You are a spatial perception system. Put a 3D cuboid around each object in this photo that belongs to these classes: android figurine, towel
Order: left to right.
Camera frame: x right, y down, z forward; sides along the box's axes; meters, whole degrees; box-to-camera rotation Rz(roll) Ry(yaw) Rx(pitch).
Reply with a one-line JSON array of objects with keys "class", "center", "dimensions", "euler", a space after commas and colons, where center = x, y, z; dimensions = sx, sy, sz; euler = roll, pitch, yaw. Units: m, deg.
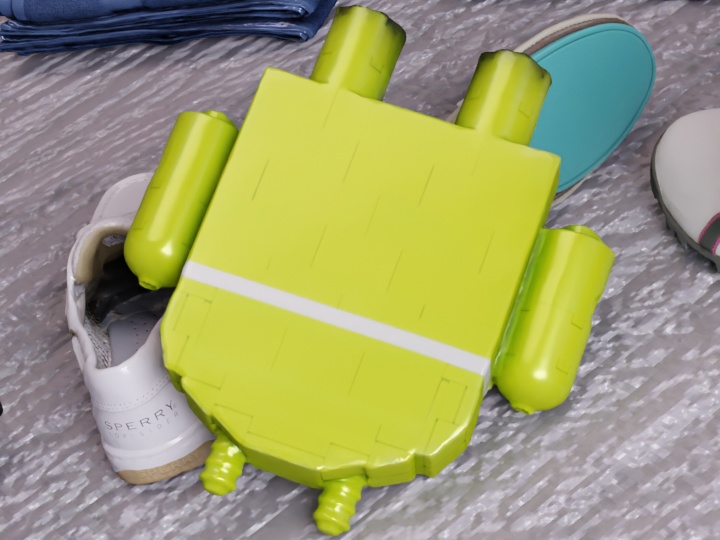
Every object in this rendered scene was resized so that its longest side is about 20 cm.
[{"class": "towel", "center": [-0.095, -0.163, 1.171], "dimensions": [0.200, 0.049, 0.112], "euler": [-3, 38, 28]}, {"class": "android figurine", "center": [0.000, 0.000, 0.822], "dimensions": [0.182, 0.041, 0.200], "euler": [16, 73, 8]}]

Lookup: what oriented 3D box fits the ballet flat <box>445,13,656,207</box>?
[{"class": "ballet flat", "center": [0.046, -0.041, 0.910], "dimensions": [0.069, 0.070, 0.200], "euler": [15, 49, 43]}]

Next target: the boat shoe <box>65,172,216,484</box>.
[{"class": "boat shoe", "center": [-0.091, 0.003, 0.915], "dimensions": [0.071, 0.069, 0.200], "euler": [-22, 33, 4]}]

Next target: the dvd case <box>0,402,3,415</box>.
[{"class": "dvd case", "center": [-0.249, 0.109, 0.857], "dimensions": [0.143, 0.018, 0.200], "euler": [-9, 24, 32]}]

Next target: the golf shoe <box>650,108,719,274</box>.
[{"class": "golf shoe", "center": [0.175, -0.035, 0.802], "dimensions": [0.077, 0.088, 0.200], "euler": [-34, 34, -15]}]
